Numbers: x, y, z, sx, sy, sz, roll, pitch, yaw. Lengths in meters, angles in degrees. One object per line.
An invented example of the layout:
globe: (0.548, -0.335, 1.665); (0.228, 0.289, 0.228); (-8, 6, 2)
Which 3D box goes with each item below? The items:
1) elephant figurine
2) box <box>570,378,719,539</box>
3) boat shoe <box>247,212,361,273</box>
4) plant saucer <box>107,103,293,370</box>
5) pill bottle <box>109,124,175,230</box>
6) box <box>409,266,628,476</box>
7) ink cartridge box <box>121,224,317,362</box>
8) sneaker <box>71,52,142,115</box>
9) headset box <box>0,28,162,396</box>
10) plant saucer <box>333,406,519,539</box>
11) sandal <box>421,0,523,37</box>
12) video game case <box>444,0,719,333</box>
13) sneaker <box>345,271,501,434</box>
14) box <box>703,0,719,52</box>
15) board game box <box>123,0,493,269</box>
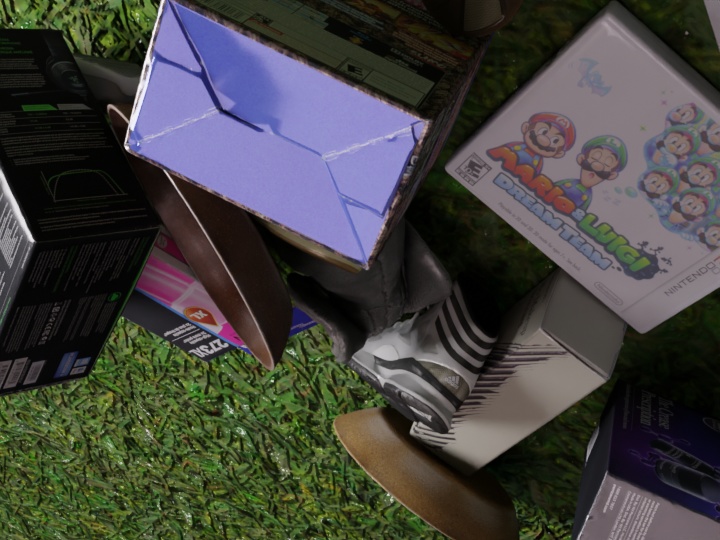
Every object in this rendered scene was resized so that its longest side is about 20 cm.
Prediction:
elephant figurine: (0.000, 0.000, 0.858); (0.140, 0.156, 0.201); (-12, 126, 19)
box: (0.235, 0.166, 0.823); (0.140, 0.200, 0.080); (24, 108, 8)
boat shoe: (-0.052, -0.071, 0.740); (0.073, 0.201, 0.063); (25, 105, -43)
plant saucer: (-0.099, -0.028, 0.741); (0.201, 0.034, 0.201); (53, 166, 19)
pill bottle: (-0.169, -0.061, 0.903); (0.111, 0.112, 0.200); (38, 138, -10)
box: (0.123, 0.084, 0.903); (0.068, 0.083, 0.200); (35, 137, -6)
ink cartridge box: (-0.132, 0.024, 0.894); (0.094, 0.038, 0.199); (-24, 138, 38)
sneaker: (-0.238, -0.124, 0.892); (0.198, 0.074, 0.083); (-1, 90, 43)
headset box: (-0.243, -0.046, 0.790); (0.201, 0.092, 0.175); (57, 135, 25)
plant saucer: (0.066, 0.176, 0.987); (0.199, 0.200, 0.036); (35, 96, -5)
sandal: (0.049, -0.237, 0.653); (0.081, 0.055, 0.202); (-17, 107, 33)
video game case: (0.183, -0.059, 0.768); (0.199, 0.024, 0.182); (39, 138, -9)
sneaker: (0.059, 0.060, 0.925); (0.076, 0.116, 0.200); (41, 172, -17)
box: (0.292, -0.148, 0.604); (0.198, 0.041, 0.157); (-6, 128, 35)
board game box: (-0.022, -0.114, 0.684); (0.158, 0.200, 0.098); (26, 120, 4)
